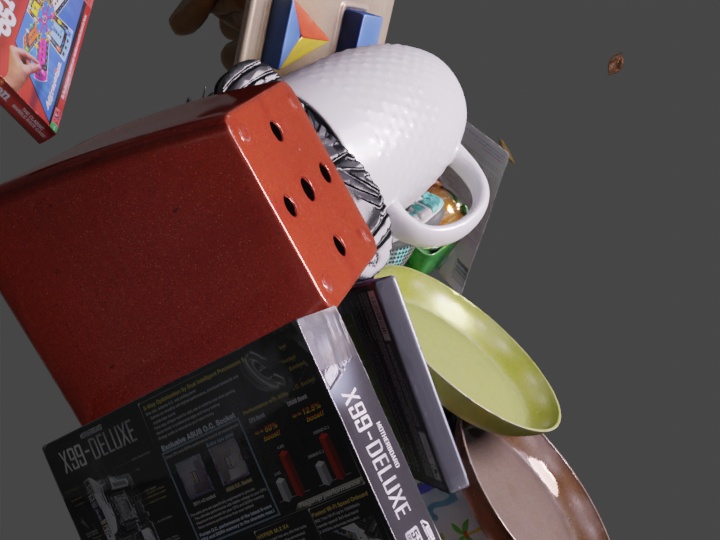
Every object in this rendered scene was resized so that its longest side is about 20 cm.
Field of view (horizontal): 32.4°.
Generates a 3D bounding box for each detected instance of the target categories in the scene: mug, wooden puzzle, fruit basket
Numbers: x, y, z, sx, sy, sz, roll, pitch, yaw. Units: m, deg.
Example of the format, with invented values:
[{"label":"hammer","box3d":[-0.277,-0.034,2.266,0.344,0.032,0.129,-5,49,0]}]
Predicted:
[{"label":"mug","box3d":[0.021,-0.100,1.054,0.200,0.148,0.175,44,51,17]},{"label":"wooden puzzle","box3d":[-0.039,-0.173,1.129,0.199,0.046,0.187,-6,113,-50]},{"label":"fruit basket","box3d":[0.065,-0.099,1.272,0.185,0.201,0.093,41,46,24]}]

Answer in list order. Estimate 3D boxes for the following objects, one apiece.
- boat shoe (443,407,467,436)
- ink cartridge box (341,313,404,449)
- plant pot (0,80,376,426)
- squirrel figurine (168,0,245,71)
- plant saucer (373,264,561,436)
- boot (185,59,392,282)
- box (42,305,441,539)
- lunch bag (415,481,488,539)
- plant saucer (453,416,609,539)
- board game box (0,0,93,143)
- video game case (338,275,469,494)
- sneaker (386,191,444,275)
[{"label":"boat shoe","box3d":[0.056,0.129,1.082,0.199,0.069,0.085,-1,49,-38]},{"label":"ink cartridge box","box3d":[-0.017,0.150,0.897,0.048,0.145,0.201,-17,78,-31]},{"label":"plant pot","box3d":[-0.104,-0.017,0.822,0.201,0.175,0.200,61,20,-10]},{"label":"squirrel figurine","box3d":[-0.055,-0.259,1.194,0.187,0.199,0.142,42,24,-28]},{"label":"plant saucer","box3d":[0.083,0.073,1.046,0.199,0.031,0.200,33,20,-14]},{"label":"boot","box3d":[-0.072,-0.064,0.971,0.073,0.162,0.199,-40,96,-26]},{"label":"box","box3d":[-0.069,0.132,0.699,0.050,0.199,0.159,-17,81,-63]},{"label":"lunch bag","box3d":[0.082,0.259,1.047,0.199,0.127,0.171,-6,69,-54]},{"label":"plant saucer","box3d":[0.140,0.194,1.030,0.200,0.032,0.201,41,25,-23]},{"label":"board game box","box3d":[-0.245,-0.190,0.903,0.103,0.019,0.201,48,26,-35]},{"label":"video game case","box3d":[0.017,0.078,0.880,0.200,0.019,0.144,167,-97,-78]},{"label":"sneaker","box3d":[0.000,0.000,1.110,0.077,0.199,0.092,28,-36,43]}]
